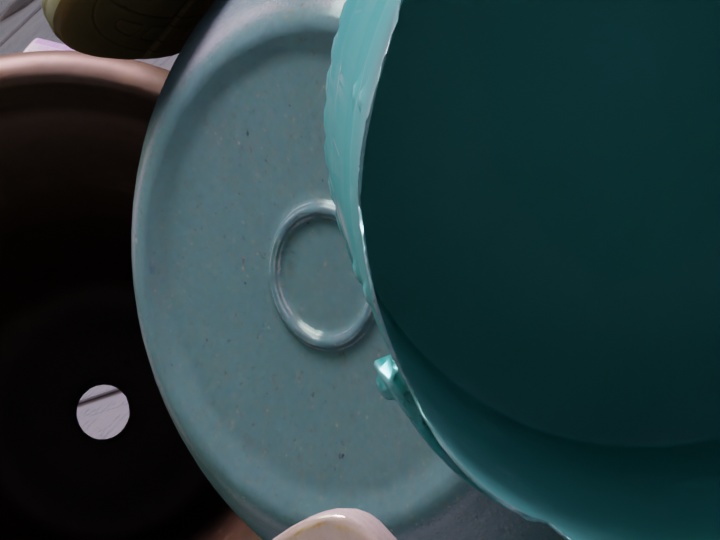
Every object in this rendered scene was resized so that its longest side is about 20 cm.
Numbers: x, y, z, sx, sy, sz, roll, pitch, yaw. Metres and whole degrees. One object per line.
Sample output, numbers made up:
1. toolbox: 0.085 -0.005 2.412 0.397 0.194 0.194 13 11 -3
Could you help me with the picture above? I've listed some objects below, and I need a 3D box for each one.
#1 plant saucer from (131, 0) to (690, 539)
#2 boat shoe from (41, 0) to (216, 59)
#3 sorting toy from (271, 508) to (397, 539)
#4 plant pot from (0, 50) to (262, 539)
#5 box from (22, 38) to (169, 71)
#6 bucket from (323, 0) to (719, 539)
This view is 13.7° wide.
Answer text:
1. plant saucer: 0.000 0.000 0.837 0.200 0.201 0.036 -26 -11 39
2. boat shoe: -0.029 -0.122 0.918 0.200 0.063 0.073 -28 -13 -39
3. sorting toy: -0.052 0.178 0.626 0.180 0.107 0.200 -38 13 32
4. plant pot: -0.091 0.041 0.999 0.200 0.200 0.175 -39 -7 -3
5. box: -0.030 -0.035 1.055 0.039 0.199 0.042 -65 -11 -64
6. bucket: 0.087 -0.029 0.708 0.207 0.207 0.135 -39 12 -2
